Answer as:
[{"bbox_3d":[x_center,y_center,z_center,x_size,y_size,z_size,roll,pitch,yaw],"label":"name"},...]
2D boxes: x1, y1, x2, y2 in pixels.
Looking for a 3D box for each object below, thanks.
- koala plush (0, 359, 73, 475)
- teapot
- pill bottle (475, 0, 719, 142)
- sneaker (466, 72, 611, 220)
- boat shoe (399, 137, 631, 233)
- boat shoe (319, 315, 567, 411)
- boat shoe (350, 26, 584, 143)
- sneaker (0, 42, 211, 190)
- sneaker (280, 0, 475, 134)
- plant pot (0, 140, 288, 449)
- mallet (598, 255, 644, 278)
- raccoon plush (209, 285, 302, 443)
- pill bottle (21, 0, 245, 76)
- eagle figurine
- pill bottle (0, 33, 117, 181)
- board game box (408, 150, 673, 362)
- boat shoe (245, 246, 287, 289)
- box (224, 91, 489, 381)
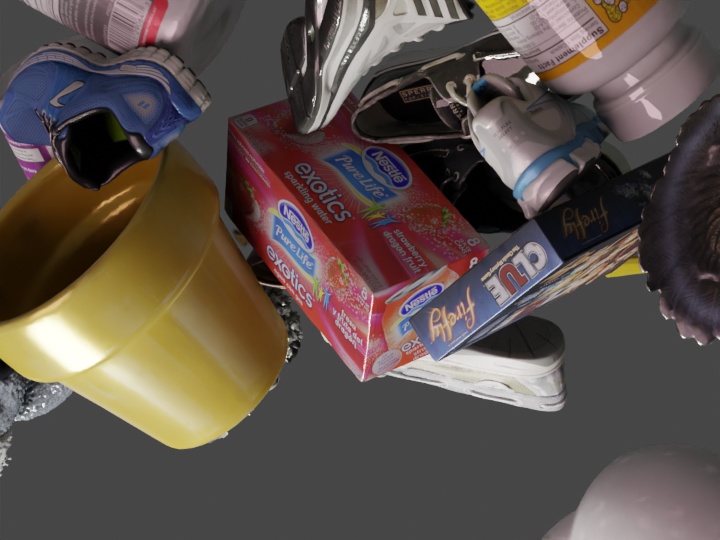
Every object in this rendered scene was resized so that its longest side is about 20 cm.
[{"bbox_3d":[-0.319,0.088,1.910,0.177,0.200,0.184,48,140,-11],"label":"koala plush"},{"bbox_3d":[0.236,0.239,1.660,0.197,0.146,0.200,48,139,-10],"label":"teapot"},{"bbox_3d":[0.132,-0.181,1.370,0.200,0.113,0.113,50,140,-12],"label":"pill bottle"},{"bbox_3d":[0.108,-0.093,1.412,0.075,0.200,0.087,-44,90,9],"label":"sneaker"},{"bbox_3d":[0.090,-0.056,1.556,0.199,0.066,0.075,9,133,33],"label":"boat shoe"},{"bbox_3d":[0.062,0.064,1.690,0.202,0.074,0.065,7,127,25],"label":"boat shoe"},{"bbox_3d":[0.078,-0.121,1.507,0.200,0.064,0.071,-12,119,44],"label":"boat shoe"},{"bbox_3d":[-0.198,-0.107,1.559,0.200,0.089,0.079,0,136,48],"label":"sneaker"},{"bbox_3d":[0.016,-0.154,1.495,0.201,0.115,0.076,119,141,-64],"label":"sneaker"},{"bbox_3d":[-0.157,0.023,1.614,0.201,0.201,0.189,-12,132,44],"label":"plant pot"},{"bbox_3d":[0.176,-0.011,1.560,0.200,0.041,0.066,3,128,42],"label":"mallet"},{"bbox_3d":[-0.137,0.078,1.807,0.200,0.134,0.097,-14,119,44],"label":"raccoon plush"},{"bbox_3d":[-0.187,-0.224,1.581,0.200,0.111,0.111,30,140,12],"label":"pill bottle"},{"bbox_3d":[0.265,-0.059,1.350,0.152,0.151,0.200,25,132,1],"label":"eagle figurine"},{"bbox_3d":[-0.199,-0.075,1.731,0.112,0.112,0.200,1,127,38],"label":"pill bottle"},{"bbox_3d":[0.138,-0.015,1.419,0.135,0.200,0.035,-41,78,44],"label":"board game box"},{"bbox_3d":[0.000,0.000,1.676,0.200,0.072,0.072,12,133,30],"label":"boat shoe"},{"bbox_3d":[-0.007,-0.031,1.570,0.200,0.100,0.096,51,149,34],"label":"box"}]
